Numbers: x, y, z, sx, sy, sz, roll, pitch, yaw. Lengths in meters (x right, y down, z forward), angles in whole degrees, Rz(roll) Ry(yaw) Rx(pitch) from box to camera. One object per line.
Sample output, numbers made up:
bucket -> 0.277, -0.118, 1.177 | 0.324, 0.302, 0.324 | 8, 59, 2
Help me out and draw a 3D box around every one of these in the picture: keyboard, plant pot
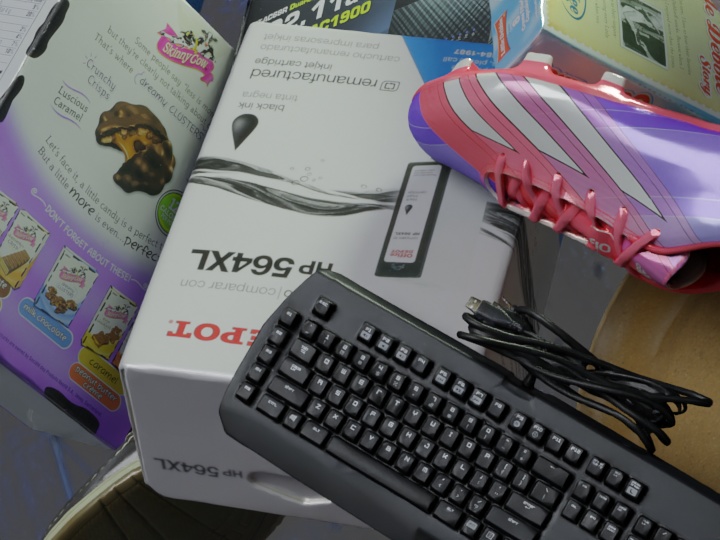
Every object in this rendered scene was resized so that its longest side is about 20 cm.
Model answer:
keyboard -> 0.047, 0.059, 1.033 | 0.199, 0.040, 0.104 | 29, 82, 18
plant pot -> 0.169, 0.031, 1.069 | 0.199, 0.027, 0.201 | -28, 42, 29

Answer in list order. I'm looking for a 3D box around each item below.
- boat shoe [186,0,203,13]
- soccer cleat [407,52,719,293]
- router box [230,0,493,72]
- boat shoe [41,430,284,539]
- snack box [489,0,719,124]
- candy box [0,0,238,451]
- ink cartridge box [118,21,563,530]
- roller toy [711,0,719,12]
boat shoe -> -0.158, -0.104, 1.423 | 0.068, 0.084, 0.200 | 13, 52, 42
soccer cleat -> 0.101, -0.030, 1.080 | 0.199, 0.067, 0.077 | 13, 72, 26
router box -> 0.027, -0.103, 1.315 | 0.199, 0.062, 0.150 | -20, 44, 36
boat shoe -> -0.060, 0.076, 1.250 | 0.201, 0.072, 0.066 | -37, 31, 10
snack box -> 0.108, -0.136, 1.206 | 0.037, 0.116, 0.201 | -46, 31, 37
candy box -> -0.140, -0.043, 1.349 | 0.071, 0.168, 0.201 | 11, 66, 43
ink cartridge box -> 0.000, 0.000, 1.164 | 0.145, 0.085, 0.201 | 7, 49, 12
roller toy -> 0.210, -0.144, 1.031 | 0.182, 0.200, 0.140 | -35, 25, 7
